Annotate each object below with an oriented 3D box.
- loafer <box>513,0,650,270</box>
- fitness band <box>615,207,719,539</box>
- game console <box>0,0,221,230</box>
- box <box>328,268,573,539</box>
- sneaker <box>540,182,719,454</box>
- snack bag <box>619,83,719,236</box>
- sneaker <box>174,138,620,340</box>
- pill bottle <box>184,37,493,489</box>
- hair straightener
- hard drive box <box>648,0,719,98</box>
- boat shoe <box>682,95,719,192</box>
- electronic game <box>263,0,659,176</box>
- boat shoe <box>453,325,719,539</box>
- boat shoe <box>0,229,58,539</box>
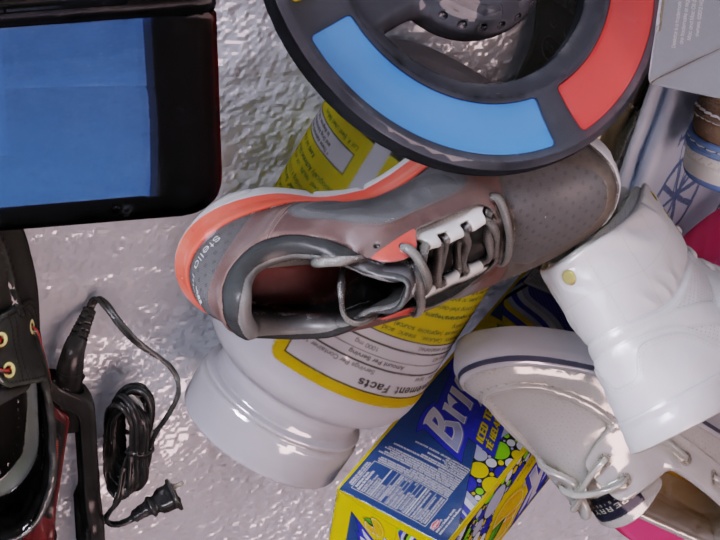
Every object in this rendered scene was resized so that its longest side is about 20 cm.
[{"bbox_3d":[0.117,-0.087,1.316,0.070,0.075,0.200,-5,127,-27],"label":"loafer"},{"bbox_3d":[0.190,0.055,1.401,0.144,0.037,0.200,9,112,-38],"label":"fitness band"},{"bbox_3d":[-0.152,-0.064,1.075,0.200,0.172,0.119,-5,98,-6],"label":"game console"},{"bbox_3d":[0.063,0.082,1.360,0.200,0.064,0.070,-46,156,-39],"label":"box"},{"bbox_3d":[0.156,0.003,1.277,0.074,0.116,0.200,-31,176,31],"label":"sneaker"},{"bbox_3d":[0.190,-0.087,1.365,0.200,0.021,0.189,-27,141,-48],"label":"snack bag"},{"bbox_3d":[0.025,-0.004,1.166,0.200,0.082,0.077,-16,119,-10],"label":"sneaker"},{"bbox_3d":[0.000,0.000,1.280,0.112,0.112,0.200,13,117,-41],"label":"pill bottle"},{"bbox_3d":[-0.125,0.098,1.331,0.077,0.041,0.200,-3,122,-19],"label":"hair straightener"},{"bbox_3d":[0.189,-0.190,1.193,0.077,0.200,0.156,12,130,10],"label":"hard drive box"},{"bbox_3d":[0.228,-0.100,1.311,0.200,0.072,0.072,-35,139,-48],"label":"boat shoe"},{"bbox_3d":[0.044,-0.138,1.163,0.200,0.200,0.042,-9,170,-30],"label":"electronic game"},{"bbox_3d":[0.123,0.087,1.304,0.071,0.070,0.200,-20,144,41],"label":"boat shoe"},{"bbox_3d":[-0.174,0.039,1.229,0.074,0.063,0.202,-16,131,-17],"label":"boat shoe"}]
